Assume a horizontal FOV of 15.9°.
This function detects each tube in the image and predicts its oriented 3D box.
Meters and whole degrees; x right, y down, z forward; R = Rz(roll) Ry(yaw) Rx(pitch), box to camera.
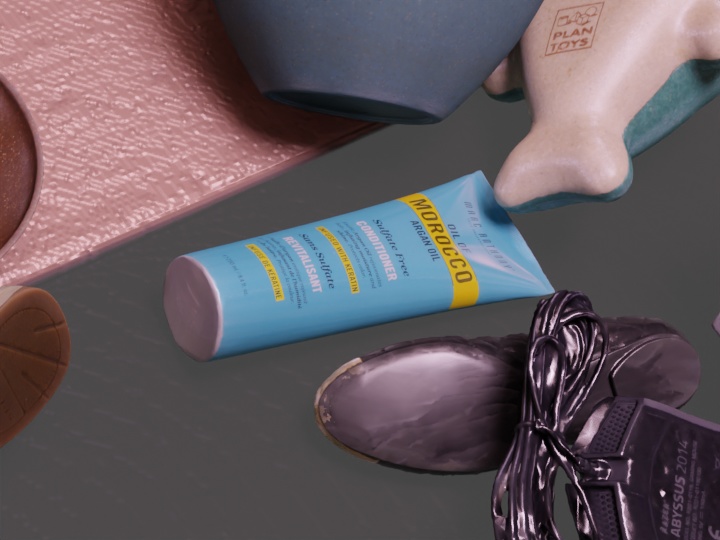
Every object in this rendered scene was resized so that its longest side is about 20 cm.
[{"bbox_3d":[0.000,0.000,1.248,0.200,0.050,0.078,-14,68,-36],"label":"tube"}]

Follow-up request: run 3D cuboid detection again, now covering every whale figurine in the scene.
[{"bbox_3d":[0.137,-0.098,1.333,0.104,0.159,0.200,52,45,-36],"label":"whale figurine"}]

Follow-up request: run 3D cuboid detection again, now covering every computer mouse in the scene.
[{"bbox_3d":[0.146,0.105,1.203,0.200,0.053,0.139,24,61,-18],"label":"computer mouse"}]

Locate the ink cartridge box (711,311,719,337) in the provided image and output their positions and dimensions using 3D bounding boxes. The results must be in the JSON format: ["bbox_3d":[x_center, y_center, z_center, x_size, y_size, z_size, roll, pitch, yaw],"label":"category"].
[{"bbox_3d":[0.280,0.013,1.262,0.200,0.084,0.176,-14,58,-39],"label":"ink cartridge box"}]

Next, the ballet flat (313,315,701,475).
[{"bbox_3d":[0.070,0.061,1.233,0.199,0.057,0.067,-6,91,-21],"label":"ballet flat"}]

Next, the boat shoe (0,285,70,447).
[{"bbox_3d":[-0.206,0.074,1.099,0.065,0.072,0.200,6,39,35],"label":"boat shoe"}]

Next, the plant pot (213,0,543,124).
[{"bbox_3d":[0.005,-0.147,1.284,0.199,0.200,0.135,10,86,-15],"label":"plant pot"}]

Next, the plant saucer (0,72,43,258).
[{"bbox_3d":[-0.245,-0.043,1.170,0.200,0.037,0.201,7,47,-8],"label":"plant saucer"}]
